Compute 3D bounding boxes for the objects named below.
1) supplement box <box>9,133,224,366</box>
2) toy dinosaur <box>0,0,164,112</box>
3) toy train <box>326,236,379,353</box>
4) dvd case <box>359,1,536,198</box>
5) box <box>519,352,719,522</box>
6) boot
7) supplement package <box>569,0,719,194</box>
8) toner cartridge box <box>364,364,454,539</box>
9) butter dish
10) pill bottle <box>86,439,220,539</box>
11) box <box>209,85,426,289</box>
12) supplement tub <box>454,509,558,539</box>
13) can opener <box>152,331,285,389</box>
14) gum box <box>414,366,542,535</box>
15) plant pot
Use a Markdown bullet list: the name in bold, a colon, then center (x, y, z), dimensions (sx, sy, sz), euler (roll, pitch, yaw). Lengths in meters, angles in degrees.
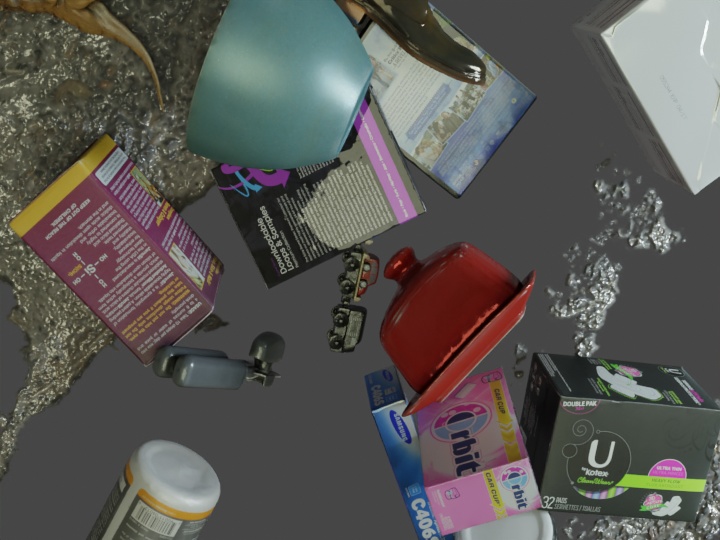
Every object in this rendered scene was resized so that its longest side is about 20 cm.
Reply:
- **supplement box**: center (-0.247, -0.024, 0.944), dimensions (0.103, 0.131, 0.201), euler (-38, 107, 9)
- **toy dinosaur**: center (-0.269, -0.260, 0.913), dimensions (0.197, 0.061, 0.107), euler (25, 129, -7)
- **toy train**: center (0.000, 0.000, 1.024), dimensions (0.045, 0.034, 0.204), euler (8, 107, -10)
- **dvd case**: center (0.075, -0.193, 0.977), dimensions (0.198, 0.018, 0.143), euler (36, 102, -16)
- **box**: center (0.300, 0.196, 1.069), dimensions (0.195, 0.125, 0.152), euler (6, 108, -6)
- **boot**: center (0.060, -0.269, 0.902), dimensions (0.197, 0.075, 0.098), euler (27, 107, -11)
- **supplement package**: center (0.346, -0.217, 0.946), dimensions (0.155, 0.111, 0.201), euler (-35, 108, 7)
- **toner cartridge box**: center (0.058, 0.225, 1.071), dimensions (0.042, 0.095, 0.204), euler (-19, 109, 1)
- **butter dish**: center (0.086, 0.037, 0.986), dimensions (0.148, 0.200, 0.200), euler (45, 100, 7)
- **pill bottle**: center (-0.256, 0.312, 1.059), dimensions (0.115, 0.117, 0.202), euler (27, 105, -13)
- **box**: center (-0.045, -0.088, 0.969), dimensions (0.197, 0.036, 0.145), euler (-25, 97, 9)
- **supplement tub**: center (0.186, 0.370, 1.094), dimensions (0.120, 0.124, 0.203), euler (-15, 130, 0)
- **can opener**: center (-0.144, 0.091, 0.972), dimensions (0.052, 0.199, 0.068), euler (20, 90, 25)
- **gum box**: center (0.127, 0.195, 1.016), dimensions (0.111, 0.201, 0.067), euler (-18, 112, 8)
- **plant pot**: center (-0.064, -0.180, 0.861), dimensions (0.132, 0.200, 0.203), euler (24, 105, -1)
